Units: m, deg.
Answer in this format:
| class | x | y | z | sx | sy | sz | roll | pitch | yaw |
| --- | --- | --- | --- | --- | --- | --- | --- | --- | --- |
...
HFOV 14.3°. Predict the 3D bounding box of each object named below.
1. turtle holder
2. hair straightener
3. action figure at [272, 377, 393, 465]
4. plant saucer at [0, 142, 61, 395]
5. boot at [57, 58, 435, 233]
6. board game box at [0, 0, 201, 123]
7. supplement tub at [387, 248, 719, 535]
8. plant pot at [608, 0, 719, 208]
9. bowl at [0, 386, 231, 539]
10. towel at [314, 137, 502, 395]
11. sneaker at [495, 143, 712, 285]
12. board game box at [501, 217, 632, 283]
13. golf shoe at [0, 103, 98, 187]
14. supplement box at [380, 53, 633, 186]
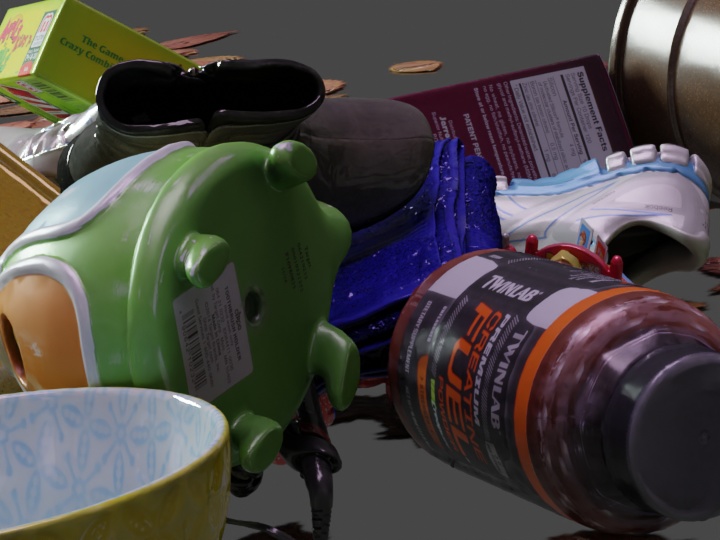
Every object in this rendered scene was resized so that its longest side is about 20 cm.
| class | x | y | z | sx | sy | sz | roll | pitch | yaw |
| --- | --- | --- | --- | --- | --- | --- | --- | --- | --- |
| turtle holder | -0.079 | 0.001 | 1.255 | 0.131 | 0.141 | 0.186 | 1 | 50 | 30 |
| hair straightener | -0.053 | 0.061 | 1.322 | 0.077 | 0.041 | 0.201 | -26 | 46 | 7 |
| action figure | -0.012 | 0.050 | 1.486 | 0.065 | 0.052 | 0.200 | -9 | 16 | 23 |
| plant saucer | -0.190 | 0.004 | 1.365 | 0.200 | 0.049 | 0.200 | 36 | 39 | 20 |
| boot | -0.039 | -0.062 | 1.360 | 0.199 | 0.068 | 0.131 | -5 | -14 | -21 |
| board game box | -0.099 | -0.080 | 1.566 | 0.199 | 0.048 | 0.101 | 28 | -10 | -23 |
| supplement tub | 0.097 | 0.054 | 1.258 | 0.106 | 0.108 | 0.200 | -14 | 13 | -23 |
| plant pot | 0.284 | -0.113 | 1.716 | 0.199 | 0.202 | 0.198 | -15 | 21 | -27 |
| bowl | -0.141 | 0.124 | 1.102 | 0.199 | 0.108 | 0.200 | -8 | 13 | 2 |
| towel | 0.000 | 0.000 | 1.447 | 0.147 | 0.050 | 0.200 | -19 | 21 | 9 |
| sneaker | 0.106 | -0.009 | 1.631 | 0.199 | 0.075 | 0.087 | -17 | 39 | 10 |
| board game box | 0.088 | 0.015 | 1.458 | 0.157 | 0.039 | 0.200 | -5 | 25 | -19 |
| golf shoe | -0.145 | -0.059 | 1.492 | 0.199 | 0.098 | 0.079 | 9 | 47 | 9 |
| supplement box | 0.054 | -0.056 | 1.740 | 0.199 | 0.086 | 0.110 | -13 | -14 | -20 |
